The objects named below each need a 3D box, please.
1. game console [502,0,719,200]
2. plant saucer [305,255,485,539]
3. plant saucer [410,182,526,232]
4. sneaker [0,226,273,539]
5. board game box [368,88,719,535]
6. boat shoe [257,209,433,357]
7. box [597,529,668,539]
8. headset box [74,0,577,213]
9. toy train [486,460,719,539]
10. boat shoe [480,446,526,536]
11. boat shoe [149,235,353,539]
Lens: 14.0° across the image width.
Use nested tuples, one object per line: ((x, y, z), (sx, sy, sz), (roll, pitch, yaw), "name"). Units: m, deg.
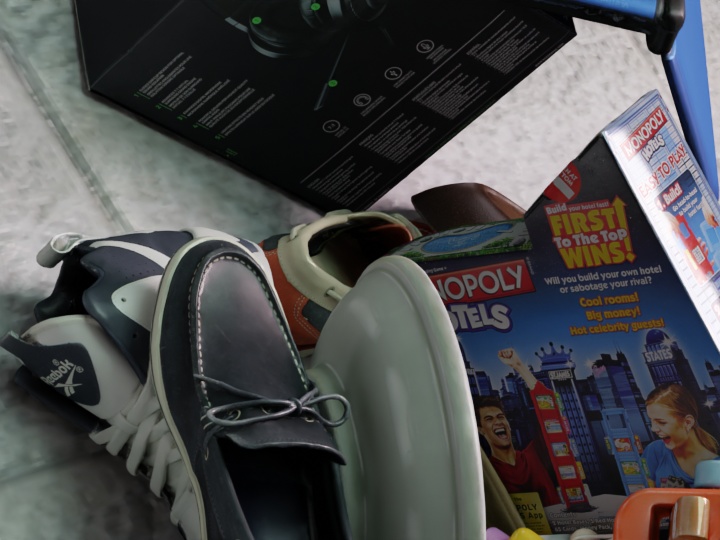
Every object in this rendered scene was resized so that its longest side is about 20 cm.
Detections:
((0.112, -0.147, 1.485), (0.170, 0.119, 0.201), (12, 39, -8), "game console")
((0.002, 0.095, 1.281), (0.050, 0.201, 0.201), (-4, 54, -16), "plant saucer")
((0.113, 0.013, 1.570), (0.200, 0.032, 0.200), (39, 7, -5), "plant saucer")
((-0.094, 0.065, 1.261), (0.129, 0.079, 0.200), (11, 60, -33), "sneaker")
((0.111, 0.022, 1.394), (0.062, 0.199, 0.201), (-37, 115, -50), "board game box")
((0.000, 0.000, 1.473), (0.071, 0.063, 0.200), (56, 28, 12), "boat shoe")
((0.188, 0.176, 1.467), (0.141, 0.079, 0.200), (48, 9, -11), "box")
((-0.025, -0.138, 1.478), (0.199, 0.174, 0.093), (25, 38, -37), "headset box")
((0.109, 0.175, 1.311), (0.056, 0.149, 0.201), (50, 48, -64), "toy train")
((0.059, 0.142, 1.397), (0.200, 0.063, 0.073), (55, 29, 4), "boat shoe")
((-0.039, 0.073, 1.201), (0.074, 0.062, 0.201), (8, 59, -33), "boat shoe")
